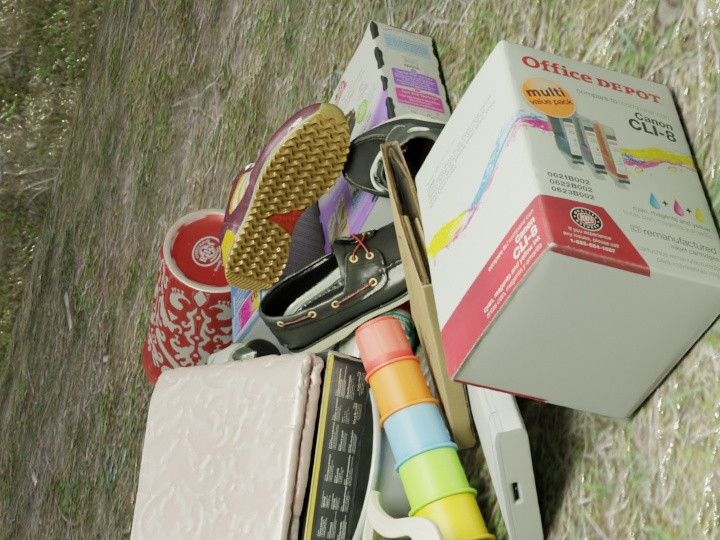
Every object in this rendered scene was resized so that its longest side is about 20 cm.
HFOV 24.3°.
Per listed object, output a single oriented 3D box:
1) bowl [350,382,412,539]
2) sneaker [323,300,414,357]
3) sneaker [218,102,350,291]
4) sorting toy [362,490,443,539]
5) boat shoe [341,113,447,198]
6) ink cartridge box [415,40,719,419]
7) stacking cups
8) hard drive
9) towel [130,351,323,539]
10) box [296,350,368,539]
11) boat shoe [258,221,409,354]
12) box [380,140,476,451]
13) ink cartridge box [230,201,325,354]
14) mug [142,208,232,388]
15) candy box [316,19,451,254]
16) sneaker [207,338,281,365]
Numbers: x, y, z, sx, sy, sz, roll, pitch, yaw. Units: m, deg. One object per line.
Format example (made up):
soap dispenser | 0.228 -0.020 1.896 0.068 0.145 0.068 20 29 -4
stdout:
bowl | 0.009 0.184 1.432 0.201 0.090 0.202 -167 90 -69
sneaker | -0.005 0.107 1.536 0.094 0.070 0.200 -105 37 -59
sneaker | -0.078 -0.082 1.506 0.200 0.075 0.090 -58 33 27
sorting toy | 0.029 0.265 1.269 0.200 0.106 0.181 -169 79 -69
boat shoe | 0.037 -0.093 1.407 0.200 0.067 0.072 6 106 56
ink cartridge box | 0.139 -0.029 1.142 0.201 0.145 0.145 -99 30 -42
stacking cups | 0.045 0.134 1.327 0.061 0.060 0.201 -52 51 48
hard drive | 0.097 0.094 1.260 0.200 0.027 0.132 -103 0 -49
towel | -0.113 0.167 1.380 0.199 0.032 0.192 -10 67 44
box | -0.066 0.174 1.395 0.159 0.049 0.201 -12 66 54
boat shoe | 0.001 0.002 1.487 0.201 0.063 0.074 -34 35 13
box | 0.053 0.021 1.338 0.201 0.021 0.164 76 179 -45
ink cartridge box | -0.055 -0.005 1.638 0.076 0.136 0.201 -48 35 42
mug | -0.165 0.020 1.762 0.200 0.133 0.178 103 156 -53
candy box | 0.020 -0.109 1.595 0.201 0.071 0.168 -100 30 -44
sneaker | -0.134 0.160 1.502 0.088 0.074 0.201 -9 54 48
